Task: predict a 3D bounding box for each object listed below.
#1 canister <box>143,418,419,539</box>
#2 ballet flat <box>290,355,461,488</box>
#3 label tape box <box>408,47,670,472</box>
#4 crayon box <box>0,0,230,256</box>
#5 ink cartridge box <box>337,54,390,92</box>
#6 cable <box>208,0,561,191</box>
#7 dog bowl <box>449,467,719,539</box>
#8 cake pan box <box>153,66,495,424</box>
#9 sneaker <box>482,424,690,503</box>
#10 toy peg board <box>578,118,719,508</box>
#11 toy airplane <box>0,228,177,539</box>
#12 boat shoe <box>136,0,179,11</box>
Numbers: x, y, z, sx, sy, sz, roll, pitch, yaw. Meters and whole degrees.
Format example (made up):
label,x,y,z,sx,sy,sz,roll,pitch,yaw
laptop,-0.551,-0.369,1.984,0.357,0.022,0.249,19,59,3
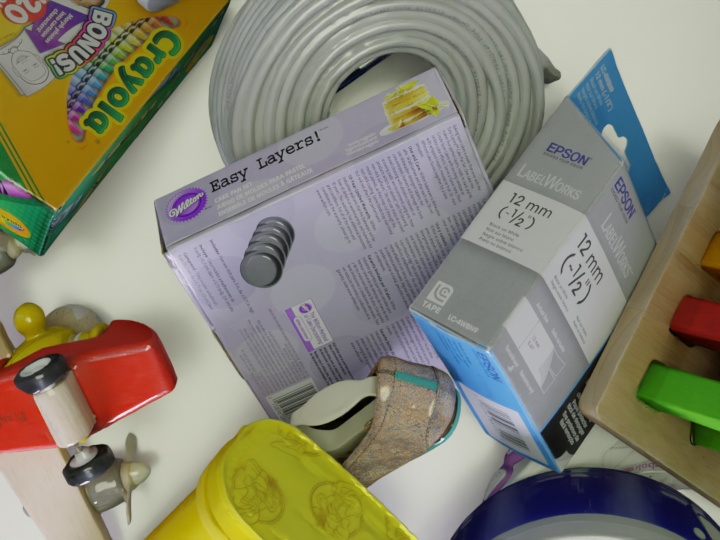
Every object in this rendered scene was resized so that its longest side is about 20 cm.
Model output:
label,x,y,z,sx,sy,sz,roll,pitch,yaw
canister,-0.070,0.199,0.943,0.148,0.087,0.200,42,128,-3
ballet flat,-0.023,0.107,0.957,0.067,0.069,0.200,24,131,-28
label tape box,0.129,-0.004,0.935,0.066,0.144,0.201,27,72,38
crayon box,-0.177,-0.121,0.948,0.118,0.058,0.201,34,56,-2
ink cartridge box,-0.041,-0.216,1.004,0.094,0.044,0.201,-34,91,-2
cable,0.012,-0.100,0.959,0.199,0.069,0.200,-39,123,8
dog bowl,0.138,0.222,0.963,0.197,0.079,0.202,3,114,7
cake pan box,0.000,0.000,0.947,0.183,0.053,0.201,-24,135,5
sneaker,0.169,0.112,1.000,0.199,0.075,0.100,-34,91,-1
toy peg board,0.262,0.046,0.938,0.199,0.098,0.201,34,81,-31
toy airplane,-0.208,0.071,0.974,0.198,0.141,0.201,28,127,9
boat shoe,-0.076,-0.242,0.948,0.066,0.070,0.200,42,86,5
